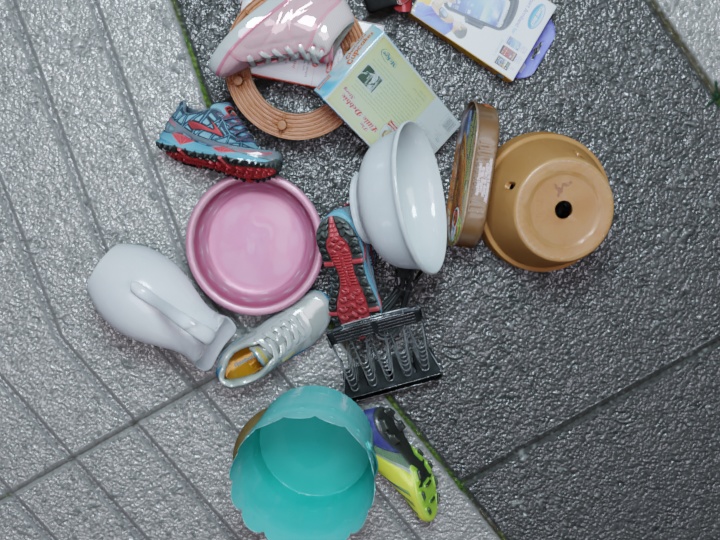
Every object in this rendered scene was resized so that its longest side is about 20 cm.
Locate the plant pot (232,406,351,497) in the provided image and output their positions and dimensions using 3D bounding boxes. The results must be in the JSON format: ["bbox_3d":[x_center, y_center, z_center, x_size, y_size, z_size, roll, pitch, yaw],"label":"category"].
[{"bbox_3d":[-0.098,0.298,1.268,0.196,0.028,0.204,1,102,5],"label":"plant pot"}]

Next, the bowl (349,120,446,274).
[{"bbox_3d":[0.044,-0.089,1.121,0.089,0.201,0.205,-9,100,22],"label":"bowl"}]

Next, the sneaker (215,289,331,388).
[{"bbox_3d":[-0.121,0.105,1.223,0.199,0.081,0.077,-37,97,2],"label":"sneaker"}]

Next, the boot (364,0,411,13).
[{"bbox_3d":[0.064,-0.431,1.118,0.198,0.072,0.146,-23,103,40],"label":"boot"}]

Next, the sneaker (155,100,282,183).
[{"bbox_3d":[-0.188,-0.185,1.151,0.197,0.079,0.097,17,82,22],"label":"sneaker"}]

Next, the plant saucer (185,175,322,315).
[{"bbox_3d":[-0.149,-0.040,1.213,0.196,0.051,0.205,0,97,-1],"label":"plant saucer"}]

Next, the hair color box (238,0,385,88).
[{"bbox_3d":[-0.072,-0.306,1.170,0.196,0.061,0.103,12,99,-3],"label":"hair color box"}]

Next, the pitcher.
[{"bbox_3d":[-0.275,0.047,1.157,0.198,0.172,0.122,34,76,2],"label":"pitcher"}]

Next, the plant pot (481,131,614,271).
[{"bbox_3d":[0.264,-0.090,1.178,0.196,0.140,0.204,0,100,-2],"label":"plant pot"}]

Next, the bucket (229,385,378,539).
[{"bbox_3d":[-0.071,0.268,1.175,0.203,0.135,0.211,1,104,6],"label":"bucket"}]

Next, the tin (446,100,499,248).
[{"bbox_3d":[0.156,-0.132,1.181,0.041,0.112,0.204,8,99,-4],"label":"tin"}]

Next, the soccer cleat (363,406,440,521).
[{"bbox_3d":[0.052,0.294,1.280,0.083,0.065,0.202,-22,105,31],"label":"soccer cleat"}]

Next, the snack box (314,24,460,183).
[{"bbox_3d":[0.041,-0.221,1.150,0.116,0.037,0.200,-46,131,4],"label":"snack box"}]

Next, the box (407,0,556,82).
[{"bbox_3d":[0.179,-0.357,1.183,0.198,0.041,0.120,31,97,-4],"label":"box"}]

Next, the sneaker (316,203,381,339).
[{"bbox_3d":[0.000,0.000,1.201,0.078,0.096,0.203,4,120,22],"label":"sneaker"}]

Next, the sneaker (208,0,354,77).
[{"bbox_3d":[-0.094,-0.291,1.084,0.199,0.075,0.105,-38,94,1],"label":"sneaker"}]

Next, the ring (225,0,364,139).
[{"bbox_3d":[-0.085,-0.278,1.135,0.196,0.019,0.204,0,101,-1],"label":"ring"}]

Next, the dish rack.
[{"bbox_3d":[0.032,0.116,1.185,0.151,0.201,0.055,-16,62,1],"label":"dish rack"}]

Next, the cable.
[{"bbox_3d":[0.069,0.006,1.244,0.095,0.050,0.204,6,110,-5],"label":"cable"}]
